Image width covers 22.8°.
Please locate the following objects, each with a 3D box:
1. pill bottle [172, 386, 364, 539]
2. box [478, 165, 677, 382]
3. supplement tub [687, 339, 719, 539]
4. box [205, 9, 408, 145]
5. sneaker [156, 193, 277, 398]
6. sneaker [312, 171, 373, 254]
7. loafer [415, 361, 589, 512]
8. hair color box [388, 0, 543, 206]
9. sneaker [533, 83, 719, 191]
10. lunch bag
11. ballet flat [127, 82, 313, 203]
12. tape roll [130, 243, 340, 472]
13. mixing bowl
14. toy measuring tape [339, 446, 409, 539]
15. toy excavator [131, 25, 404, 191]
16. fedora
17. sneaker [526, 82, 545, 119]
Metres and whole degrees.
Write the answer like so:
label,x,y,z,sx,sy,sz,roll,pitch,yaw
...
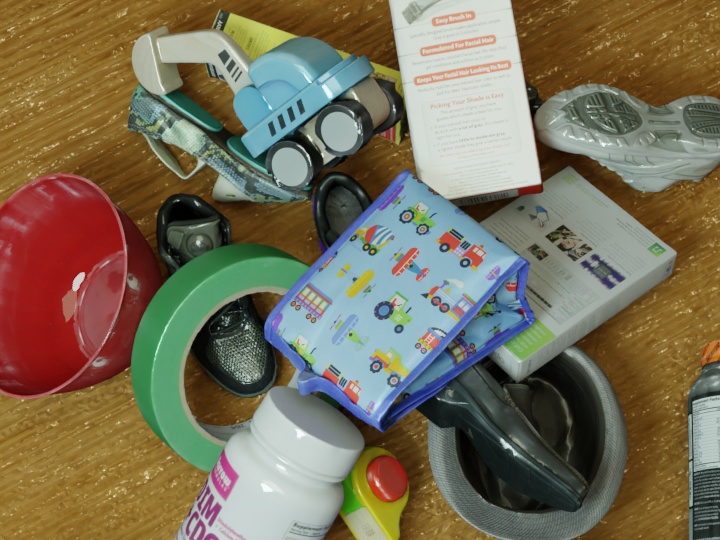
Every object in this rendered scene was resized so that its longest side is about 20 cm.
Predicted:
label,x,y,z,sx,sy,sz,roll,pitch,yaw
pill bottle,-0.084,0.207,1.529,0.113,0.113,0.201,32,104,8
box,0.165,0.000,1.610,0.199,0.036,0.144,-31,56,-26
supplement tub,0.349,0.166,1.570,0.121,0.123,0.202,3,75,1
box,-0.047,-0.183,1.690,0.199,0.075,0.050,20,77,4
sneaker,-0.135,0.019,1.618,0.076,0.114,0.201,-20,79,-4
sneaker,-0.001,0.000,1.626,0.069,0.100,0.201,-20,75,-3
loafer,0.121,0.123,1.515,0.200,0.073,0.072,40,69,16
hair color box,0.094,-0.162,1.605,0.110,0.064,0.202,-9,84,6
sneaker,0.250,-0.110,1.651,0.198,0.100,0.078,6,51,-11
lunch bag,0.024,0.037,1.505,0.200,0.094,0.150,-39,56,-19
ballet flat,-0.136,-0.105,1.680,0.199,0.074,0.074,35,78,12
tape roll,-0.102,0.079,1.570,0.199,0.048,0.202,-11,112,-28
mixing bowl,-0.249,0.025,1.599,0.199,0.108,0.202,-11,70,33
toy measuring tape,0.030,0.224,1.595,0.073,0.074,0.201,-35,94,-8
toy excavator,-0.088,-0.169,1.618,0.194,0.100,0.201,-32,93,32
fedora,0.145,0.156,1.589,0.175,0.090,0.202,1,67,-2
sneaker,0.117,-0.195,1.684,0.113,0.076,0.201,2,78,-1
